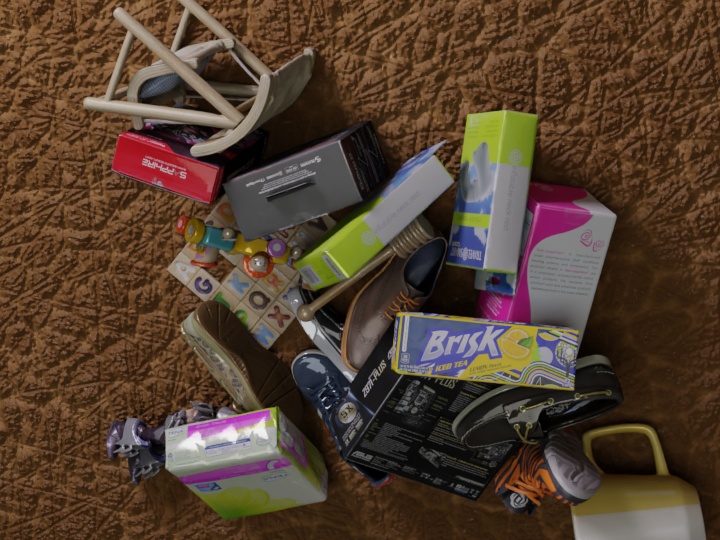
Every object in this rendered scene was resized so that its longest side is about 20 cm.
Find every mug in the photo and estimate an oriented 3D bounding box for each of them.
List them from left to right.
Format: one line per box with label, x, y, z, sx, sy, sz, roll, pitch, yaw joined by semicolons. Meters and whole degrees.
mug;0.331;0.295;1.720;0.153;0.149;0.187;-8;111;7

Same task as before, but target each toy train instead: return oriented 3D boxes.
toy train;-0.127;-0.014;1.726;0.199;0.150;0.056;14;87;16

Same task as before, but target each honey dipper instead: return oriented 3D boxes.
honey dipper;0.000;0.000;1.701;0.200;0.038;0.038;-35;96;21

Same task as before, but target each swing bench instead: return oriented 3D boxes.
swing bench;-0.178;-0.220;1.652;0.200;0.199;0.130;25;111;6

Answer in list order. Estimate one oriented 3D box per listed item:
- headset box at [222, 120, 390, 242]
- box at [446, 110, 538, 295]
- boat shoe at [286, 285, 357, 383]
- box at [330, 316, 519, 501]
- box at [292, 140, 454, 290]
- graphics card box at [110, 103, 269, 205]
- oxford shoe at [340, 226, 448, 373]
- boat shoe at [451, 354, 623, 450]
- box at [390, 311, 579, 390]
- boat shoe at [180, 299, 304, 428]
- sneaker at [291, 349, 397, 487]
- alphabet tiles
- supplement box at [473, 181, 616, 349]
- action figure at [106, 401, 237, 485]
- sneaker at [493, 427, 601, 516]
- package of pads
headset box;-0.061;-0.104;1.654;0.148;0.200;0.077;-19;98;16
box;0.148;-0.077;1.625;0.048;0.122;0.201;7;91;-17
boat shoe;-0.008;0.088;1.771;0.068;0.074;0.199;-40;87;12
box;0.092;0.168;1.718;0.200;0.086;0.164;21;114;-27
box;0.021;-0.062;1.643;0.200;0.122;0.048;-42;98;-20
graphics card box;-0.196;-0.140;1.679;0.125;0.200;0.051;19;110;8
oxford shoe;0.040;0.035;1.708;0.071;0.073;0.200;28;90;-15
boat shoe;0.204;0.163;1.649;0.201;0.061;0.072;-24;138;7
box;0.137;0.089;1.586;0.199;0.064;0.070;6;89;-4
boat shoe;-0.149;0.128;1.823;0.200;0.073;0.063;53;134;0
sneaker;-0.017;0.187;1.796;0.075;0.085;0.200;-40;94;21
alphabet tiles;-0.125;-0.019;1.802;0.167;0.008;0.200;40;111;0
supplement box;0.211;0.006;1.664;0.101;0.103;0.201;7;111;-17
action figure;-0.230;0.218;1.852;0.200;0.070;0.130;-18;141;28
sneaker;0.218;0.253;1.687;0.077;0.200;0.112;34;102;-6
package of pads;-0.135;0.242;1.787;0.154;0.200;0.068;-12;60;12
